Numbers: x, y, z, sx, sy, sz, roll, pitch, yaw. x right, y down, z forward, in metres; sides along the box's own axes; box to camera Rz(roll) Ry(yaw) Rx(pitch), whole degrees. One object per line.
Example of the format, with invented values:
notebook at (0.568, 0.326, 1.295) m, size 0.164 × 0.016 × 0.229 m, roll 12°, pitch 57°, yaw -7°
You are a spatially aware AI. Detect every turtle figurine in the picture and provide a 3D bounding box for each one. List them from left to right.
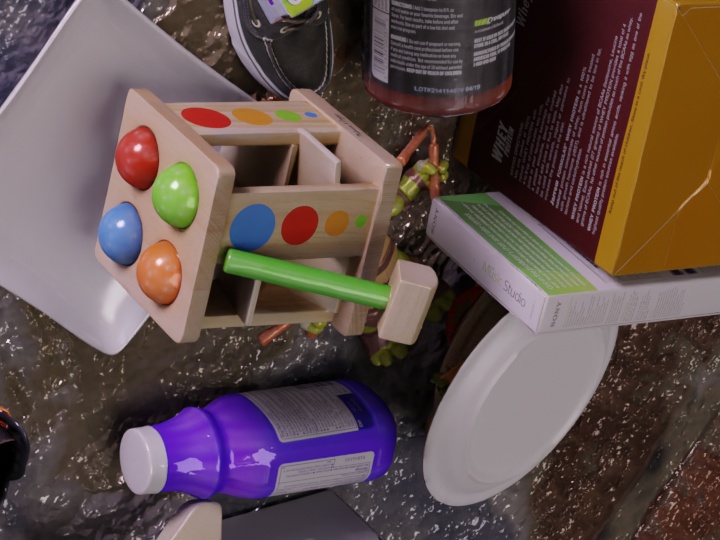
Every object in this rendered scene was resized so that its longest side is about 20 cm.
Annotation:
turtle figurine at (0.000, 0.000, 1.772) m, size 0.200 × 0.064 × 0.161 m, roll -54°, pitch 144°, yaw -18°

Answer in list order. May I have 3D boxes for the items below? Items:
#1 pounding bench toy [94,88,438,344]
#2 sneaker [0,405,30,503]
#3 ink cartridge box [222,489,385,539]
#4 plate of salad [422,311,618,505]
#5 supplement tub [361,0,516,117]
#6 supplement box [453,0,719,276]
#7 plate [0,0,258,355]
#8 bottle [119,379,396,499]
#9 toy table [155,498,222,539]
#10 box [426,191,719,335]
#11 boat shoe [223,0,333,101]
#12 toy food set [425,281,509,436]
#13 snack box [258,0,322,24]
pounding bench toy at (-0.062, -0.020, 1.583) m, size 0.155 × 0.200 × 0.125 m, roll -3°, pitch 119°, yaw -34°
sneaker at (-0.260, 0.070, 1.601) m, size 0.077 × 0.112 × 0.201 m, roll -30°, pitch 129°, yaw -18°
ink cartridge box at (-0.066, 0.281, 1.876) m, size 0.144 × 0.084 × 0.201 m, roll -13°, pitch 123°, yaw -29°
plate of salad at (0.111, 0.083, 1.806) m, size 0.200 × 0.048 × 0.201 m, roll -34°, pitch 144°, yaw -29°
supplement tub at (0.054, -0.211, 1.662) m, size 0.107 × 0.107 × 0.201 m, roll -15°, pitch 123°, yaw -27°
supplement box at (0.188, -0.132, 1.736) m, size 0.132 × 0.200 × 0.198 m, roll -5°, pitch 119°, yaw -33°
plate at (-0.173, -0.067, 1.637) m, size 0.200 × 0.032 × 0.199 m, roll -52°, pitch 131°, yaw 2°
bottle at (-0.074, 0.124, 1.781) m, size 0.199 × 0.084 × 0.066 m, roll -7°, pitch 120°, yaw -33°
toy table at (-0.148, 0.257, 1.735) m, size 0.117 × 0.200 × 0.185 m, roll -2°, pitch 106°, yaw -37°
box at (0.165, -0.012, 1.756) m, size 0.199 × 0.144 × 0.036 m, roll -4°, pitch 121°, yaw -33°
boat shoe at (-0.054, -0.188, 1.633) m, size 0.068 × 0.057 × 0.200 m, roll -31°, pitch 129°, yaw -17°
toy food set at (0.124, 0.047, 1.880) m, size 0.198 × 0.049 × 0.200 m, roll -39°, pitch 146°, yaw -20°
snack box at (-0.041, -0.274, 1.535) m, size 0.142 × 0.053 × 0.200 m, roll -32°, pitch 99°, yaw -14°
